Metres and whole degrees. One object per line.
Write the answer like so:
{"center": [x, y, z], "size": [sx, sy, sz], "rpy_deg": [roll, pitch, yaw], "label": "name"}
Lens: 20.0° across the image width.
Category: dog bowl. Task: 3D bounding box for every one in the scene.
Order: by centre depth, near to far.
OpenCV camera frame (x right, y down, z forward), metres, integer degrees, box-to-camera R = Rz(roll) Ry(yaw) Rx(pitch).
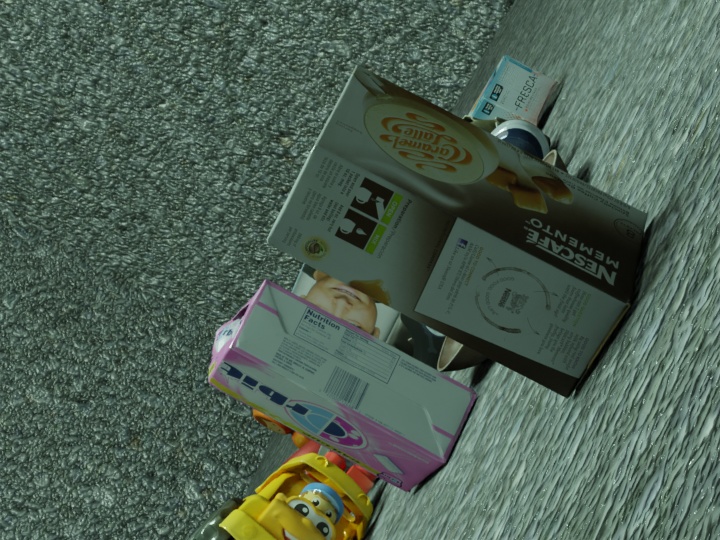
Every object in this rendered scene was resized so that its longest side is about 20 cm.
{"center": [0.025, 0.117, 1.985], "size": [0.201, 0.058, 0.200], "rpy_deg": [-62, 3, 6], "label": "dog bowl"}

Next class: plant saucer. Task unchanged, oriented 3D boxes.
{"center": [0.121, -0.002, 1.637], "size": [0.201, 0.032, 0.200], "rpy_deg": [-62, 2, 3], "label": "plant saucer"}

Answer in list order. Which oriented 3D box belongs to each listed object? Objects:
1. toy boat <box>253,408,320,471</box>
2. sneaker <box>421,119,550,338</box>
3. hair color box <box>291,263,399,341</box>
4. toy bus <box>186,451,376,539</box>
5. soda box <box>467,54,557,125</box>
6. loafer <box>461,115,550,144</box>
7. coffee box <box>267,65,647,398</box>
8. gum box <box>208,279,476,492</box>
{"center": [-0.057, 0.174, 2.204], "size": [0.131, 0.130, 0.200], "rpy_deg": [-60, 3, 41], "label": "toy boat"}
{"center": [0.106, -0.029, 1.777], "size": [0.109, 0.070, 0.201], "rpy_deg": [-60, -6, -58], "label": "sneaker"}
{"center": [0.000, 0.000, 1.838], "size": [0.200, 0.099, 0.061], "rpy_deg": [115, 180, -48], "label": "hair color box"}
{"center": [-0.052, 0.230, 1.820], "size": [0.192, 0.136, 0.200], "rpy_deg": [-46, -2, -23], "label": "toy bus"}
{"center": [0.147, -0.153, 2.229], "size": [0.064, 0.068, 0.200], "rpy_deg": [-63, 2, -27], "label": "soda box"}
{"center": [0.117, -0.111, 1.905], "size": [0.076, 0.067, 0.200], "rpy_deg": [-58, -19, 15], "label": "loafer"}
{"center": [0.060, -0.024, 1.197], "size": [0.080, 0.199, 0.114], "rpy_deg": [-62, 2, 33], "label": "coffee box"}
{"center": [-0.022, 0.090, 1.603], "size": [0.066, 0.199, 0.114], "rpy_deg": [-63, 4, -22], "label": "gum box"}
